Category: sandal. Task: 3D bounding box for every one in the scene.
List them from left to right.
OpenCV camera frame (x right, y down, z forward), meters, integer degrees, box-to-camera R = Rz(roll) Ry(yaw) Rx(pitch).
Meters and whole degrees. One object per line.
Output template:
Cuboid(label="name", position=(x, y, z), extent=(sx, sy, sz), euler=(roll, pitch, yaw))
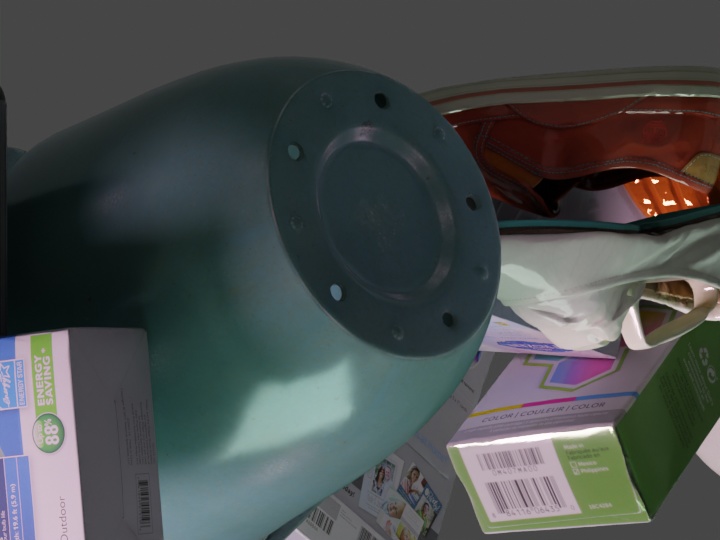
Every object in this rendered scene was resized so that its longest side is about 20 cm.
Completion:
Cuboid(label="sandal", position=(0.143, -0.038, 1.375), extent=(0.205, 0.080, 0.059), euler=(6, -167, 32))

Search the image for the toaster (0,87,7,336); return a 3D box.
Cuboid(label="toaster", position=(-0.247, -0.020, 1.107), extent=(0.199, 0.120, 0.180), euler=(1, 173, -36))

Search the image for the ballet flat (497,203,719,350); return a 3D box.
Cuboid(label="ballet flat", position=(0.118, 0.005, 1.244), extent=(0.069, 0.070, 0.199), euler=(-10, 177, 44))

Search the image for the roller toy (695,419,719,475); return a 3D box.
Cuboid(label="roller toy", position=(0.293, 0.050, 1.703), extent=(0.199, 0.183, 0.139), euler=(-29, -174, -30))

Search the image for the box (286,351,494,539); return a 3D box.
Cuboid(label="box", position=(0.000, 0.085, 1.576), extent=(0.041, 0.201, 0.156), euler=(-8, 141, 40))

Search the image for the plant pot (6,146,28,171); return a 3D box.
Cuboid(label="plant pot", position=(-0.256, 0.016, 1.348), extent=(0.198, 0.135, 0.200), euler=(-3, 173, 0))

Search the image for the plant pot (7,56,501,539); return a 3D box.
Cuboid(label="plant pot", position=(-0.037, 0.002, 1.133), extent=(0.200, 0.202, 0.161), euler=(2, 160, -42))

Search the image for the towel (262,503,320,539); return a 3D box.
Cuboid(label="towel", position=(-0.092, 0.082, 1.425), extent=(0.170, 0.048, 0.200), euler=(20, -146, 24))

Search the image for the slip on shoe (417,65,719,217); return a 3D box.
Cuboid(label="slip on shoe", position=(0.074, -0.055, 1.239), extent=(0.198, 0.062, 0.074), euler=(-5, 175, 20))

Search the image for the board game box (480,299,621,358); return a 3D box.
Cuboid(label="board game box", position=(0.000, 0.000, 1.385), extent=(0.199, 0.041, 0.199), euler=(20, 169, -40))

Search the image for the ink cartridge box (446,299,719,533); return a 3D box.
Cuboid(label="ink cartridge box", position=(0.138, 0.058, 1.422), extent=(0.103, 0.060, 0.200), euler=(-9, -155, 36))

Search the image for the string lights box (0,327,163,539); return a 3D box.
Cuboid(label="string lights box", position=(-0.178, 0.084, 1.075), extent=(0.199, 0.104, 0.059), euler=(-8, 174, 27))
